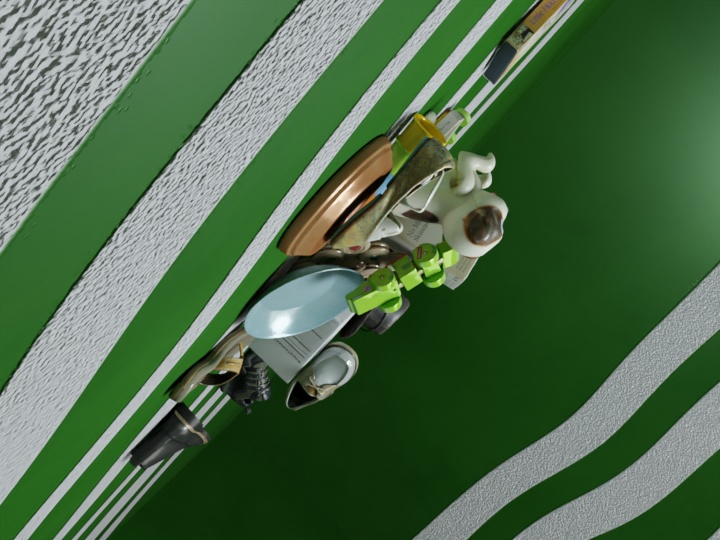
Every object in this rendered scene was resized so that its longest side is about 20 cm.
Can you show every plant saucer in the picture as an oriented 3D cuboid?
[{"bbox_3d":[-0.091,0.039,1.493,0.200,0.039,0.201,-20,156,-9],"label":"plant saucer"},{"bbox_3d":[-0.024,-0.088,1.242,0.200,0.037,0.200,-46,177,-3],"label":"plant saucer"}]

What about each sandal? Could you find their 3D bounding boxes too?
[{"bbox_3d":[-0.224,0.156,1.524,0.080,0.054,0.200,-49,176,40],"label":"sandal"}]

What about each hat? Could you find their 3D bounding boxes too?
[{"bbox_3d":[0.042,0.057,1.752,0.201,0.081,0.201,-53,-168,17],"label":"hat"}]

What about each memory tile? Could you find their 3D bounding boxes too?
[{"bbox_3d":[0.000,0.000,1.530,0.153,0.017,0.200,-26,149,32],"label":"memory tile"}]

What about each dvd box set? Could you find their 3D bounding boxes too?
[{"bbox_3d":[0.285,-0.396,1.540,0.200,0.029,0.146,-47,178,-11],"label":"dvd box set"}]

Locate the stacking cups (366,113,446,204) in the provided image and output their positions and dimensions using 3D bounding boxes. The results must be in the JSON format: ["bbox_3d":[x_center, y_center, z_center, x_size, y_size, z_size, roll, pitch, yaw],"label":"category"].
[{"bbox_3d":[0.030,-0.129,1.342,0.200,0.061,0.061,-44,178,21],"label":"stacking cups"}]

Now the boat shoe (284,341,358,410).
[{"bbox_3d":[-0.070,0.194,1.694,0.068,0.075,0.200,-50,-179,-40],"label":"boat shoe"}]

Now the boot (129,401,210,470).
[{"bbox_3d":[-0.358,0.319,1.785,0.138,0.077,0.200,-41,163,-15],"label":"boot"}]

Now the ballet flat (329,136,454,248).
[{"bbox_3d":[0.046,-0.088,1.266,0.200,0.071,0.071,-46,177,1],"label":"ballet flat"}]

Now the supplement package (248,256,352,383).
[{"bbox_3d":[-0.095,0.079,1.689,0.200,0.120,0.121,-48,178,41],"label":"supplement package"}]

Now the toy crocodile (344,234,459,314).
[{"bbox_3d":[0.067,0.005,1.485,0.200,0.062,0.068,-29,137,-3],"label":"toy crocodile"}]

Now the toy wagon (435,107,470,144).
[{"bbox_3d":[0.109,-0.197,1.654,0.155,0.040,0.200,-45,177,-25],"label":"toy wagon"}]

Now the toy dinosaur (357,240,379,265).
[{"bbox_3d":[0.011,-0.036,1.520,0.200,0.106,0.061,62,30,-49],"label":"toy dinosaur"}]

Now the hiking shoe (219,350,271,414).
[{"bbox_3d":[-0.222,0.230,2.110,0.200,0.101,0.076,-49,177,39],"label":"hiking shoe"}]

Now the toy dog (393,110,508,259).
[{"bbox_3d":[0.129,-0.108,1.432,0.194,0.200,0.140,-46,169,-24],"label":"toy dog"}]

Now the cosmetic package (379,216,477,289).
[{"bbox_3d":[0.103,-0.070,1.576,0.104,0.200,0.073,-58,-178,-19],"label":"cosmetic package"}]
